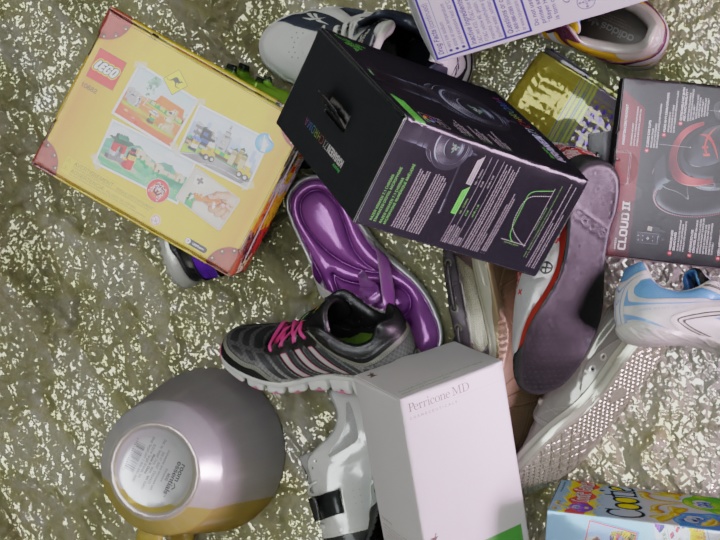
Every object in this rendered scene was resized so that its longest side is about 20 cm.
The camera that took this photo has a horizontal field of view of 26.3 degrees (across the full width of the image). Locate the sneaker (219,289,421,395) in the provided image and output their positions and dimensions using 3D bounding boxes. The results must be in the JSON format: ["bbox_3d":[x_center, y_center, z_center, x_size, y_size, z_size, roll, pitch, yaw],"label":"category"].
[{"bbox_3d":[-0.037,0.058,1.352,0.197,0.074,0.088,5,126,24],"label":"sneaker"}]

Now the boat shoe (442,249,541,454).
[{"bbox_3d":[0.111,0.062,1.346,0.064,0.072,0.203,0,105,39],"label":"boat shoe"}]

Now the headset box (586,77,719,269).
[{"bbox_3d":[0.286,-0.079,1.282,0.197,0.075,0.151,6,96,7],"label":"headset box"}]

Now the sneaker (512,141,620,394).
[{"bbox_3d":[0.155,-0.007,1.290,0.066,0.108,0.204,6,105,-22],"label":"sneaker"}]

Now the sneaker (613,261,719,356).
[{"bbox_3d":[0.301,0.040,1.267,0.197,0.072,0.074,12,81,-18],"label":"sneaker"}]

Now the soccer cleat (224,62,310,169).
[{"bbox_3d":[-0.058,-0.118,1.390,0.198,0.067,0.082,27,106,18],"label":"soccer cleat"}]

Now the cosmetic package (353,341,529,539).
[{"bbox_3d":[0.071,0.174,1.297,0.106,0.085,0.203,-19,109,-24],"label":"cosmetic package"}]

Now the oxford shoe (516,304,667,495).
[{"bbox_3d":[0.187,0.111,1.330,0.201,0.075,0.058,-54,53,12],"label":"oxford shoe"}]

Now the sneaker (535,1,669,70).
[{"bbox_3d":[0.170,-0.230,1.317,0.198,0.090,0.076,18,94,13],"label":"sneaker"}]

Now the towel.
[{"bbox_3d":[0.165,-0.081,1.354,0.143,0.023,0.201,37,98,10],"label":"towel"}]

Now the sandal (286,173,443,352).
[{"bbox_3d":[-0.006,0.005,1.380,0.082,0.050,0.203,-39,82,11],"label":"sandal"}]

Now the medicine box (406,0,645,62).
[{"bbox_3d":[0.133,-0.290,1.273,0.197,0.104,0.184,-14,43,12],"label":"medicine box"}]

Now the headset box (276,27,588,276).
[{"bbox_3d":[0.048,-0.097,1.221,0.094,0.198,0.174,-62,34,19],"label":"headset box"}]

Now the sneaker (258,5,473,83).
[{"bbox_3d":[-0.006,-0.194,1.339,0.197,0.130,0.081,16,92,12],"label":"sneaker"}]

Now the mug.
[{"bbox_3d":[-0.151,0.185,1.362,0.148,0.153,0.189,-17,86,12],"label":"mug"}]

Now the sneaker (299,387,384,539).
[{"bbox_3d":[-0.016,0.200,1.374,0.087,0.074,0.203,11,83,13],"label":"sneaker"}]

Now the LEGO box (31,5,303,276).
[{"bbox_3d":[-0.156,-0.109,1.316,0.198,0.077,0.150,29,94,2],"label":"LEGO box"}]

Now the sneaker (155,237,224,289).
[{"bbox_3d":[-0.147,-0.090,1.389,0.098,0.070,0.203,-13,102,25],"label":"sneaker"}]

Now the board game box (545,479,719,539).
[{"bbox_3d":[0.256,0.247,1.286,0.197,0.103,0.107,5,98,13],"label":"board game box"}]
